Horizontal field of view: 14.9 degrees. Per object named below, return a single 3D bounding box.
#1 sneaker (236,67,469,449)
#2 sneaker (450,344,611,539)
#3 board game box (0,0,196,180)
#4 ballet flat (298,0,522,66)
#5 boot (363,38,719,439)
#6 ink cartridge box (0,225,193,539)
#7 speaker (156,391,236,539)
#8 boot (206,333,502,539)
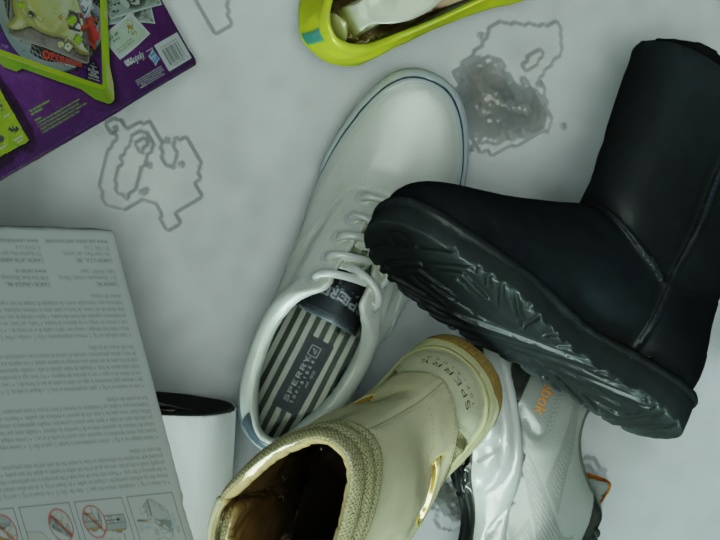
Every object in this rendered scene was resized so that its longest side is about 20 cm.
[{"bbox_3d":[0.000,0.000,1.313,0.073,0.071,0.201,21,94,-5],"label":"sneaker"},{"bbox_3d":[0.082,0.138,1.332,0.079,0.074,0.202,2,95,-8],"label":"sneaker"},{"bbox_3d":[-0.161,-0.111,1.243,0.032,0.200,0.121,-20,100,35],"label":"board game box"},{"bbox_3d":[0.061,-0.154,1.304,0.199,0.067,0.067,-28,95,0],"label":"ballet flat"},{"bbox_3d":[0.105,-0.038,1.275,0.200,0.076,0.169,33,68,-28],"label":"boot"},{"bbox_3d":[-0.148,0.079,1.200,0.057,0.162,0.201,-19,79,32],"label":"ink cartridge box"},{"bbox_3d":[-0.104,0.158,1.319,0.081,0.081,0.201,3,95,-3],"label":"speaker"},{"bbox_3d":[-0.027,0.127,1.259,0.073,0.155,0.200,43,119,10],"label":"boot"}]
